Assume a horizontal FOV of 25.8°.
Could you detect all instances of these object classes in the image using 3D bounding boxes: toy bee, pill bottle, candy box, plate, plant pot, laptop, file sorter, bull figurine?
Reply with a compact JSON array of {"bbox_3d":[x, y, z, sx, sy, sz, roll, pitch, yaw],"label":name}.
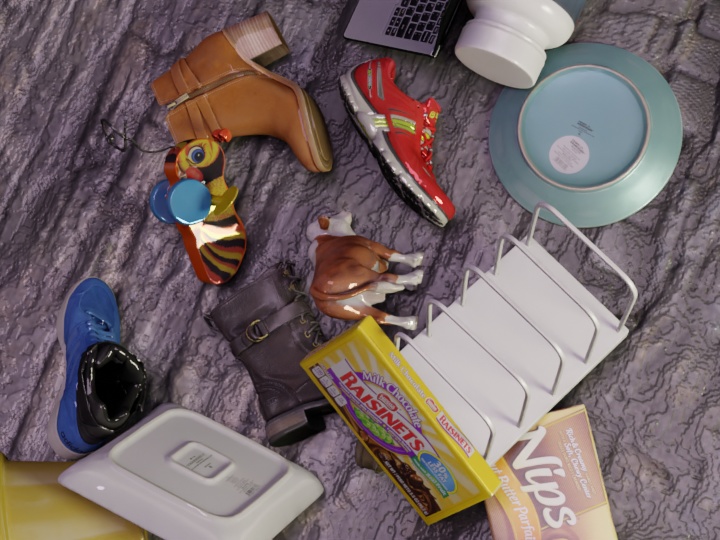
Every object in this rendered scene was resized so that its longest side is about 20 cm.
[{"bbox_3d":[-0.163,-0.091,1.614,0.109,0.201,0.131,-38,40,-20],"label":"toy bee"},{"bbox_3d":[0.176,-0.295,1.607,0.119,0.120,0.201,22,81,16],"label":"pill bottle"},{"bbox_3d":[0.036,0.142,1.463,0.200,0.026,0.102,51,135,-4],"label":"candy box"},{"bbox_3d":[0.182,0.239,1.497,0.115,0.055,0.201,-14,73,7],"label":"candy box"},{"bbox_3d":[-0.156,0.195,1.513,0.199,0.199,0.032,25,114,17],"label":"plate"},{"bbox_3d":[-0.302,0.267,1.530,0.188,0.201,0.202,-11,73,-8],"label":"plant pot"},{"bbox_3d":[0.068,-0.330,1.611,0.199,0.116,0.188,18,78,36],"label":"laptop"},{"bbox_3d":[0.140,0.057,1.463,0.200,0.125,0.139,-42,74,-14],"label":"file sorter"},{"bbox_3d":[0.000,0.000,1.557,0.121,0.200,0.066,9,113,-1],"label":"bull figurine"},{"bbox_3d":[0.228,-0.143,1.605,0.199,0.026,0.202,-3,75,10],"label":"plate"}]

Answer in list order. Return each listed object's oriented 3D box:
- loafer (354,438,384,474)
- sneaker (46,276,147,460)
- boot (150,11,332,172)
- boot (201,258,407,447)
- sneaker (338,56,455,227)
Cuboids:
[{"bbox_3d":[0.081,0.136,1.535,0.200,0.076,0.068,-40,65,-1],"label":"loafer"},{"bbox_3d":[-0.257,0.083,1.583,0.111,0.076,0.201,-31,43,42],"label":"sneaker"},{"bbox_3d":[-0.125,-0.159,1.666,0.154,0.074,0.201,-29,68,8],"label":"boot"},{"bbox_3d":[-0.048,0.066,1.586,0.199,0.069,0.175,-25,71,4],"label":"boot"},{"bbox_3d":[0.051,-0.139,1.617,0.085,0.077,0.201,-29,72,-3],"label":"sneaker"}]
